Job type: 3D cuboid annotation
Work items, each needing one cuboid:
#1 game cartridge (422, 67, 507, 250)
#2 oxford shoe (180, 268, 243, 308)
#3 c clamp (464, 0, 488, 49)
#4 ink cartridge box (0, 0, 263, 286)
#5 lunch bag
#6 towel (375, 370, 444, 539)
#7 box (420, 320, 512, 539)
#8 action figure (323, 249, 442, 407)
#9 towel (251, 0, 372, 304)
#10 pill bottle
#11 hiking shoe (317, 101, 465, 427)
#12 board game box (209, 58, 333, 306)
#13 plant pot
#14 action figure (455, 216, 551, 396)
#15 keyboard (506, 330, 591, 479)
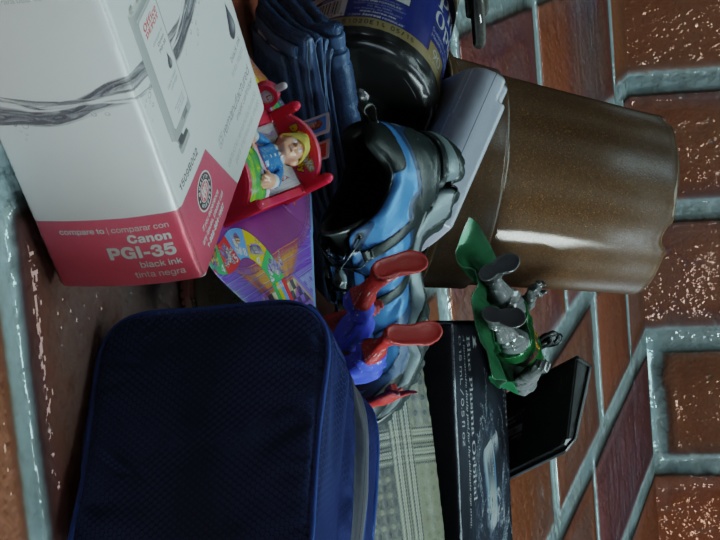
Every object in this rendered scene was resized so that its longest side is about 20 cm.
[{"bbox_3d":[0.041,-0.072,1.379,0.134,0.040,0.200,-70,-167,-9],"label":"game cartridge"},{"bbox_3d":[-0.059,0.039,1.123,0.071,0.074,0.201,1,85,-53],"label":"oxford shoe"},{"bbox_3d":[0.085,-0.250,1.409,0.200,0.027,0.171,15,68,-87],"label":"c clamp"},{"bbox_3d":[-0.123,-0.114,0.924,0.147,0.083,0.200,-75,157,-46],"label":"ink cartridge box"},{"bbox_3d":[-0.066,0.116,0.998,0.132,0.136,0.200,66,25,-54],"label":"lunch bag"},{"bbox_3d":[-0.017,0.134,1.240,0.192,0.034,0.200,-2,83,-52],"label":"towel"},{"bbox_3d":[0.040,0.135,1.416,0.200,0.117,0.197,4,83,-76],"label":"box"},{"bbox_3d":[-0.004,0.050,1.106,0.200,0.052,0.066,-43,-120,60],"label":"action figure"},{"bbox_3d":[-0.032,-0.083,1.264,0.112,0.048,0.200,-132,-153,-58],"label":"towel"},{"bbox_3d":[0.014,-0.187,1.378,0.200,0.112,0.112,-77,158,-43],"label":"pill bottle"},{"bbox_3d":[0.000,0.000,1.197,0.087,0.074,0.200,18,80,-42],"label":"hiking shoe"},{"bbox_3d":[-0.058,-0.070,1.104,0.158,0.039,0.200,43,32,-41],"label":"board game box"},{"bbox_3d":[0.143,-0.066,1.542,0.200,0.198,0.201,-171,-90,-80],"label":"plant pot"},{"bbox_3d":[0.114,0.046,1.396,0.200,0.055,0.118,57,29,-69],"label":"action figure"},{"bbox_3d":[0.133,0.109,1.525,0.200,0.021,0.127,144,-40,-60],"label":"keyboard"}]
